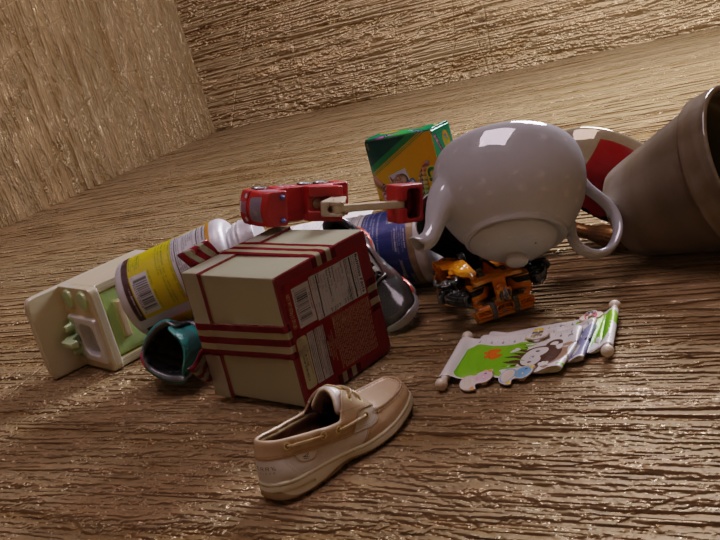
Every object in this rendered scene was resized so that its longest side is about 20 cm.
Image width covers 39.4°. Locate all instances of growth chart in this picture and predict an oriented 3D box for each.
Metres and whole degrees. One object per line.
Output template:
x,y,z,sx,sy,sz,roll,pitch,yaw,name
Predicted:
0.183,0.084,1.084,0.199,0.018,0.145,-13,17,17,growth chart

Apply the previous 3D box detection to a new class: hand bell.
0.292,-0.057,1.357,0.199,0.105,0.104,14,32,40,hand bell

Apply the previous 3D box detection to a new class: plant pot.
0.399,-0.100,1.221,0.173,0.201,0.200,-24,6,46,plant pot

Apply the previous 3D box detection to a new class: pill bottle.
-0.217,0.002,1.340,0.199,0.110,0.109,-23,15,8,pill bottle
0.015,-0.025,1.439,0.199,0.112,0.111,-9,17,23,pill bottle

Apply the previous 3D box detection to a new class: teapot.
0.183,-0.074,1.191,0.199,0.147,0.197,-18,-26,28,teapot

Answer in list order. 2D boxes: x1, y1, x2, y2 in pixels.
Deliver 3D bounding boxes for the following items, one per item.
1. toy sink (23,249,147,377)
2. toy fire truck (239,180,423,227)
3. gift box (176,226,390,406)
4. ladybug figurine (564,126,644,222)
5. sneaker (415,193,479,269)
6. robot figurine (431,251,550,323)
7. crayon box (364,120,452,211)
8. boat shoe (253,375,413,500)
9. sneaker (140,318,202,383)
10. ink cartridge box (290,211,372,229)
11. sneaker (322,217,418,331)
-0.369,0.067,1.485,0.200,0.131,0.112,-27,20,-36,toy sink
-0.036,-0.083,1.265,0.199,0.049,0.141,-8,13,-31,toy fire truck
-0.105,0.047,1.191,0.186,0.186,0.200,2,18,44,gift box
0.343,-0.118,1.365,0.136,0.199,0.072,122,172,-54,ladybug figurine
0.116,-0.066,1.364,0.071,0.200,0.083,-26,58,10,sneaker
0.159,0.013,1.267,0.144,0.059,0.200,-18,15,-3,robot figurine
0.092,-0.112,1.494,0.118,0.201,0.058,-5,18,36,crayon box
-0.024,0.146,0.984,0.073,0.070,0.200,0,23,44,boat shoe
-0.199,0.087,1.292,0.199,0.084,0.121,-22,0,8,sneaker
-0.070,-0.038,1.647,0.199,0.068,0.117,-12,16,17,ink cartridge box
0.000,0.000,1.309,0.077,0.082,0.200,-42,49,3,sneaker
